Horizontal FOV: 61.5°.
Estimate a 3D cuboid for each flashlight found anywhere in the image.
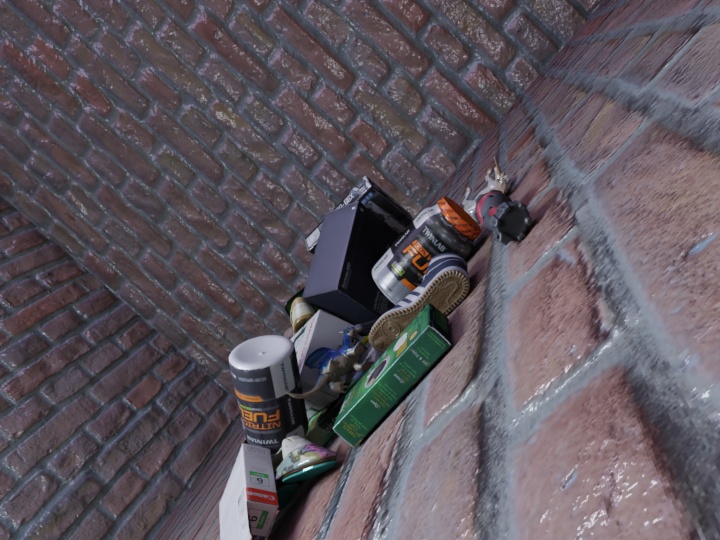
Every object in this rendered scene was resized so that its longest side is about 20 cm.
[{"bbox_3d":[0.223,-0.090,0.950,0.067,0.069,0.200,-19,8,4],"label":"flashlight"}]

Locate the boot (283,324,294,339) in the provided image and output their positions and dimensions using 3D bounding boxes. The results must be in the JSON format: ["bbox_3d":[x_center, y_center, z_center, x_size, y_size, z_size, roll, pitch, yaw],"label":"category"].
[{"bbox_3d":[-0.099,0.134,1.362,0.199,0.070,0.147,-27,24,42],"label":"boot"}]

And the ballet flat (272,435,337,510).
[{"bbox_3d":[-0.102,0.291,0.897,0.068,0.072,0.200,5,-39,-33],"label":"ballet flat"}]

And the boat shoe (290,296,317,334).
[{"bbox_3d":[-0.099,0.123,1.233,0.073,0.067,0.201,-15,-34,-7],"label":"boat shoe"}]

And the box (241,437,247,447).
[{"bbox_3d":[-0.178,0.337,1.225,0.164,0.021,0.202,-53,-20,-37],"label":"box"}]

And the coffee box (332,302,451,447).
[{"bbox_3d":[0.046,0.143,0.849,0.200,0.044,0.123,-49,2,12],"label":"coffee box"}]

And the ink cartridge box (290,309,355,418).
[{"bbox_3d":[-0.095,0.182,1.108,0.200,0.082,0.148,-45,24,50],"label":"ink cartridge box"}]

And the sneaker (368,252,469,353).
[{"bbox_3d":[0.098,0.050,0.977,0.200,0.070,0.109,-41,11,25],"label":"sneaker"}]

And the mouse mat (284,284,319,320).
[{"bbox_3d":[-0.065,0.091,1.301,0.160,0.201,0.008,-39,41,-16],"label":"mouse mat"}]

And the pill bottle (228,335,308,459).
[{"bbox_3d":[-0.140,0.215,0.964,0.104,0.203,0.106,-7,21,3],"label":"pill bottle"}]

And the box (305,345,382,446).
[{"bbox_3d":[-0.020,0.214,1.059,0.201,0.036,0.144,-51,3,16],"label":"box"}]

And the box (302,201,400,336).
[{"bbox_3d":[0.000,0.000,1.223,0.103,0.182,0.202,-14,51,41],"label":"box"}]

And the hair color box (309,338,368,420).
[{"bbox_3d":[-0.060,0.227,1.256,0.110,0.065,0.200,-51,4,-40],"label":"hair color box"}]

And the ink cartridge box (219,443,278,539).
[{"bbox_3d":[-0.156,0.347,0.843,0.110,0.050,0.200,-68,20,12],"label":"ink cartridge box"}]

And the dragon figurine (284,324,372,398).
[{"bbox_3d":[-0.048,0.155,0.964,0.199,0.059,0.099,-36,15,-32],"label":"dragon figurine"}]

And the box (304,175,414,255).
[{"bbox_3d":[-0.001,-0.087,1.334,0.200,0.157,0.050,-43,40,15],"label":"box"}]

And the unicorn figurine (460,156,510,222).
[{"bbox_3d":[0.266,-0.162,1.268,0.138,0.073,0.202,-71,5,-56],"label":"unicorn figurine"}]

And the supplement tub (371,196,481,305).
[{"bbox_3d":[0.124,-0.031,1.125,0.201,0.122,0.123,-50,3,19],"label":"supplement tub"}]

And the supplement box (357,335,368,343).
[{"bbox_3d":[-0.032,0.138,1.492,0.201,0.109,0.110,-50,3,-13],"label":"supplement box"}]
